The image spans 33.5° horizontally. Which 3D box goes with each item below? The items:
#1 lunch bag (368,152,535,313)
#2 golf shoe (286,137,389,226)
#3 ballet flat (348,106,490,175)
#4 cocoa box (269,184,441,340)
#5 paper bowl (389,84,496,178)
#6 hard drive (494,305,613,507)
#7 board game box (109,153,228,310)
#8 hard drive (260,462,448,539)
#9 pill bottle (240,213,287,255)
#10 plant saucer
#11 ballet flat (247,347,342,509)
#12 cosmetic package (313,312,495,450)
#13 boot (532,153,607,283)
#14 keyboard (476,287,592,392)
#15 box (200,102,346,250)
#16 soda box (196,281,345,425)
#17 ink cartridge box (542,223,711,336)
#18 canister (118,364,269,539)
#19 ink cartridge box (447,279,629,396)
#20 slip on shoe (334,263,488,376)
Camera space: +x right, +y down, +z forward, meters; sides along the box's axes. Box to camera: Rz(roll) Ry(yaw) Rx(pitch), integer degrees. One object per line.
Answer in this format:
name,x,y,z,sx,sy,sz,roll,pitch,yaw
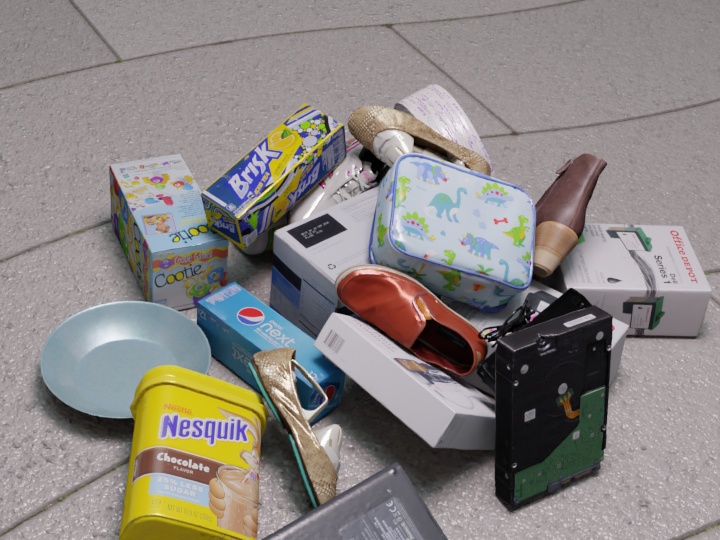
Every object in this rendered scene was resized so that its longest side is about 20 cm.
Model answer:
lunch bag,0.114,-0.049,1.451,0.198,0.083,0.162,16,59,-16
golf shoe,-0.023,-0.115,1.575,0.073,0.092,0.200,47,62,-16
ballet flat,0.076,-0.148,1.524,0.198,0.071,0.066,21,36,-8
cocoa box,0.000,0.000,1.526,0.199,0.132,0.133,-25,50,-34
paper bowl,0.103,-0.149,1.675,0.104,0.202,0.201,-27,46,-6
hard drive,0.211,0.149,1.319,0.139,0.202,0.038,-17,29,-26
board game box,-0.254,-0.051,1.576,0.104,0.104,0.200,-11,42,-22
hard drive,-0.005,0.297,1.199,0.199,0.033,0.140,-24,72,-33
pill bottle,-0.083,-0.102,1.657,0.199,0.112,0.111,-20,45,-29
plant saucer,-0.277,0.114,1.421,0.199,0.039,0.202,4,40,-3
ballet flat,-0.058,0.169,1.314,0.065,0.071,0.201,-25,73,-7
cosmetic package,0.062,0.129,1.380,0.200,0.052,0.150,38,10,31
boot,0.245,-0.063,1.570,0.072,0.200,0.167,31,78,-12
keyboard,0.206,0.088,1.405,0.199,0.040,0.104,-33,77,-38
box,-0.107,-0.120,1.512,0.070,0.065,0.200,31,60,27
soda box,-0.110,0.098,1.440,0.199,0.068,0.064,34,44,30
ink cartridge box,0.350,0.010,1.602,0.198,0.085,0.147,1,39,-7
canister,-0.174,0.212,1.257,0.147,0.087,0.201,21,37,-20
ink cartridge box,0.211,0.091,1.483,0.199,0.083,0.146,26,42,23
slip on shoe,0.059,0.057,1.384,0.199,0.074,0.061,32,22,-4
